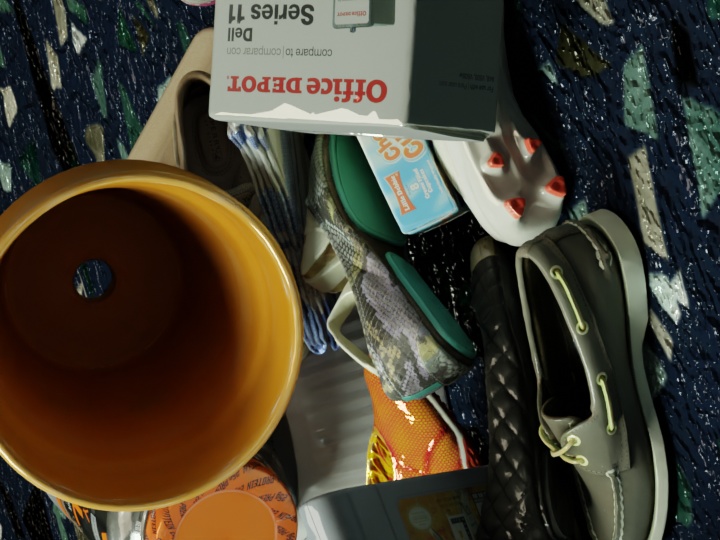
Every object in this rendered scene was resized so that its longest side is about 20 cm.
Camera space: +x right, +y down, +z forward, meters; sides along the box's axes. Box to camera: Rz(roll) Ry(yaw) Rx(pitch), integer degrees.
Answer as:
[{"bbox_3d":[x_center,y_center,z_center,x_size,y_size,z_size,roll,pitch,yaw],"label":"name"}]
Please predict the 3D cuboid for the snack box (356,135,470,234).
[{"bbox_3d":[0.004,-0.118,1.578,0.201,0.037,0.116,65,-173,1],"label":"snack box"}]

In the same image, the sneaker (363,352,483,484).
[{"bbox_3d":[0.034,0.131,1.627,0.073,0.077,0.201,46,159,52],"label":"sneaker"}]

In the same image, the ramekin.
[{"bbox_3d":[-0.029,0.088,1.806,0.200,0.105,0.201,49,148,46],"label":"ramekin"}]

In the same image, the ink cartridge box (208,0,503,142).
[{"bbox_3d":[0.001,-0.173,1.448,0.146,0.083,0.201,4,92,39],"label":"ink cartridge box"}]

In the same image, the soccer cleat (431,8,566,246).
[{"bbox_3d":[0.056,-0.107,1.521,0.201,0.069,0.078,70,161,3],"label":"soccer cleat"}]

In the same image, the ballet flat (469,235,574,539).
[{"bbox_3d":[0.079,0.070,1.537,0.066,0.057,0.201,41,-143,-54],"label":"ballet flat"}]

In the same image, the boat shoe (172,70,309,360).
[{"bbox_3d":[-0.081,-0.031,1.723,0.065,0.072,0.201,68,-173,-71],"label":"boat shoe"}]

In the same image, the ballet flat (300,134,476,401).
[{"bbox_3d":[0.000,0.000,1.575,0.072,0.072,0.201,97,155,-45],"label":"ballet flat"}]

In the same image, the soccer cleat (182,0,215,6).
[{"bbox_3d":[-0.114,-0.217,1.824,0.200,0.086,0.070,-14,92,69],"label":"soccer cleat"}]

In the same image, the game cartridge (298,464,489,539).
[{"bbox_3d":[0.057,0.179,1.519,0.041,0.200,0.134,-37,70,35],"label":"game cartridge"}]

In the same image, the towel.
[{"bbox_3d":[-0.050,-0.062,1.655,0.147,0.024,0.201,-97,-9,-46],"label":"towel"}]

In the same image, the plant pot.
[{"bbox_3d":[-0.151,0.023,1.634,0.183,0.199,0.201,-141,40,-71],"label":"plant pot"}]

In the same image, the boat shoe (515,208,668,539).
[{"bbox_3d":[0.124,0.069,1.481,0.072,0.060,0.203,26,129,60],"label":"boat shoe"}]

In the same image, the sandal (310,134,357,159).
[{"bbox_3d":[-0.018,-0.105,1.712,0.082,0.054,0.200,60,155,31],"label":"sandal"}]

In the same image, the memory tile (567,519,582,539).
[{"bbox_3d":[0.117,0.218,1.663,0.153,0.017,0.201,50,149,45],"label":"memory tile"}]

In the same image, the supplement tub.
[{"bbox_3d":[-0.124,0.137,1.747,0.200,0.122,0.123,31,133,59],"label":"supplement tub"}]

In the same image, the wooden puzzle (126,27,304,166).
[{"bbox_3d":[-0.106,-0.055,1.865,0.186,0.046,0.200,-60,29,11],"label":"wooden puzzle"}]
